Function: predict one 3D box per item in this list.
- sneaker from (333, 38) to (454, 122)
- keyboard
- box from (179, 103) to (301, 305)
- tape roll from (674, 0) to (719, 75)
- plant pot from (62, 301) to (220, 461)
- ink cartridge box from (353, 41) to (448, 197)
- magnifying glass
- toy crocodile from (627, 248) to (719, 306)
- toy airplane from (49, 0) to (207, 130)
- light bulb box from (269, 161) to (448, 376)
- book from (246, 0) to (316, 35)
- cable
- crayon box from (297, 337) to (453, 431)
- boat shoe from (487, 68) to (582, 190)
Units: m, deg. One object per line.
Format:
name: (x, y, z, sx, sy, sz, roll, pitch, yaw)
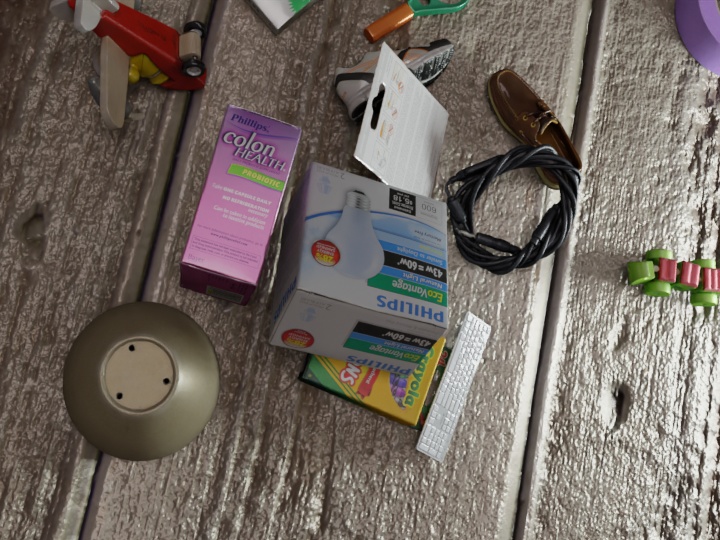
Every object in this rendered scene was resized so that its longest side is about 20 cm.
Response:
sneaker: (0.049, -0.291, 1.202, 0.198, 0.074, 0.080, -30, 72, -22)
keyboard: (0.129, 0.159, 1.159, 0.056, 0.011, 0.203, 35, 71, -40)
box: (-0.155, -0.074, 1.063, 0.095, 0.176, 0.203, 16, 77, -9)
tape roll: (0.610, -0.416, 1.353, 0.197, 0.066, 0.204, 2, 80, -12)
plant pot: (-0.266, 0.132, 1.024, 0.197, 0.134, 0.204, 2, 81, -13)
ink cartridge box: (0.045, -0.183, 1.131, 0.199, 0.049, 0.164, 30, 70, -52)
magnifying glass: (0.088, -0.398, 1.254, 0.199, 0.022, 0.080, -36, 90, -15)
toy crocodile: (0.485, 0.010, 1.252, 0.197, 0.062, 0.069, 10, 78, -11)
toy airplane: (-0.310, -0.293, 1.085, 0.201, 0.140, 0.200, 57, 41, -11)
light bulb box: (0.000, 0.000, 1.065, 0.195, 0.125, 0.202, 15, 51, -15)
book: (-0.139, -0.456, 1.205, 0.134, 0.048, 0.200, -43, 93, -12)
cable: (0.225, -0.088, 1.191, 0.197, 0.051, 0.166, -20, 92, 0)
crayon box: (0.030, 0.125, 1.136, 0.197, 0.051, 0.129, 23, 76, -8)
boat shoe: (0.262, -0.215, 1.237, 0.072, 0.068, 0.202, -33, 89, -16)
